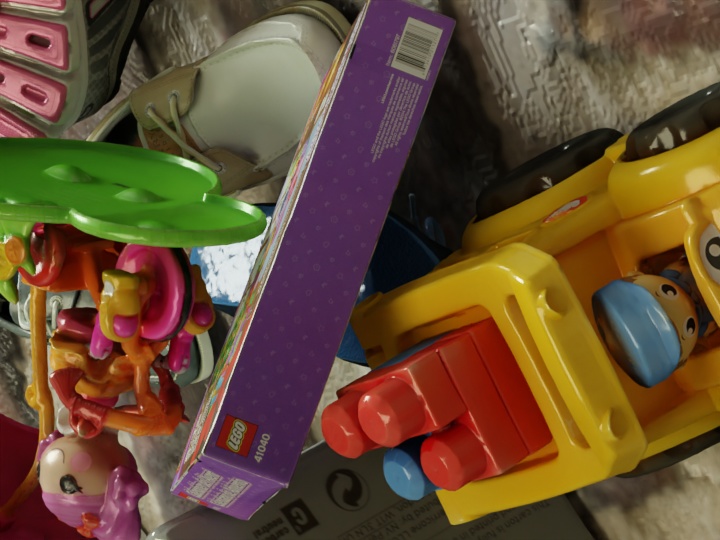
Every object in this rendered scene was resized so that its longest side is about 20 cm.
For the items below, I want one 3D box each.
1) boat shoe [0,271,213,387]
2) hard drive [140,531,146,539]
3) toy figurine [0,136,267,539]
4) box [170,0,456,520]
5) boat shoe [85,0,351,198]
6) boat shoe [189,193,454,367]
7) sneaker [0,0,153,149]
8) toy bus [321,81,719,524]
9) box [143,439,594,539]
[{"bbox_3d":[-0.158,0.023,1.509,0.200,0.062,0.073,23,129,39],"label":"boat shoe"},{"bbox_3d":[-0.174,0.188,1.667,0.132,0.026,0.200,54,142,9],"label":"hard drive"},{"bbox_3d":[-0.123,0.050,1.261,0.200,0.150,0.184,17,109,45],"label":"toy figurine"},{"bbox_3d":[-0.022,-0.002,1.182,0.039,0.200,0.137,21,167,-4],"label":"box"},{"bbox_3d":[-0.069,-0.063,1.343,0.200,0.068,0.075,-30,89,53],"label":"boat shoe"},{"bbox_3d":[0.000,0.000,1.308,0.200,0.069,0.084,24,98,54],"label":"boat shoe"},{"bbox_3d":[-0.138,-0.158,1.360,0.074,0.087,0.200,7,99,21],"label":"sneaker"},{"bbox_3d":[0.086,0.026,1.121,0.200,0.192,0.136,-22,95,52],"label":"toy bus"},{"bbox_3d":[0.001,0.187,1.318,0.200,0.199,0.171,56,143,10],"label":"box"}]
